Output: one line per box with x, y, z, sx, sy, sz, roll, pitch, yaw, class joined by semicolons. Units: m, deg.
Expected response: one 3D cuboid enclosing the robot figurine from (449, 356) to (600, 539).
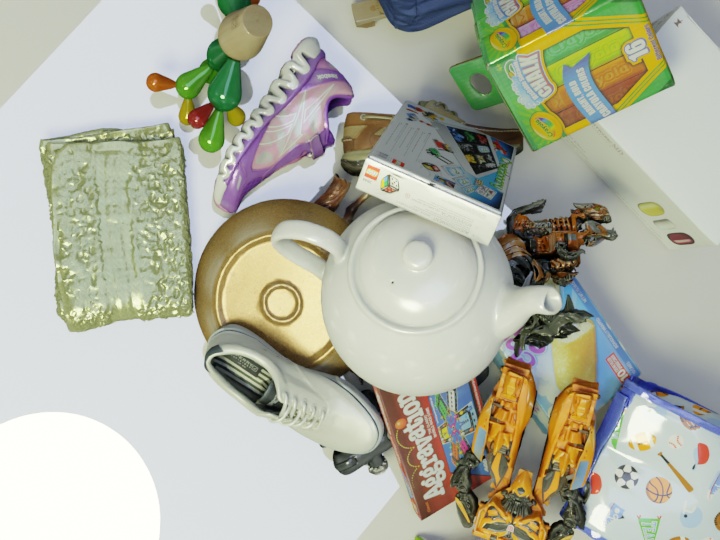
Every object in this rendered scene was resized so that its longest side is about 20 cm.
0.167;0.197;1.005;0.143;0.058;0.203;15;105;13;robot figurine

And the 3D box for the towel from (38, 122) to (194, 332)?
-0.244;-0.045;1.017;0.146;0.036;0.204;-7;89;-11;towel

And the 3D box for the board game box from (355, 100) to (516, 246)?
0.077;-0.097;0.925;0.125;0.200;0.035;24;116;2;board game box

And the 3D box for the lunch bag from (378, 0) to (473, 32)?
0.080;-0.348;1.009;0.198;0.133;0.137;-24;72;-4;lunch bag

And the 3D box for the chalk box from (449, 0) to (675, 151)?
0.189;-0.218;0.998;0.198;0.125;0.125;-26;131;20;chalk box

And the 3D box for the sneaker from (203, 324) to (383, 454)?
-0.069;0.129;0.976;0.198;0.071;0.074;29;110;-2;sneaker

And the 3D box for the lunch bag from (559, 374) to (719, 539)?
0.326;0.220;1.055;0.198;0.124;0.172;22;98;-14;lunch bag

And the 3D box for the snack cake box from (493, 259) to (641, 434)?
0.193;0.064;1.073;0.114;0.067;0.201;-37;94;-9;snack cake box

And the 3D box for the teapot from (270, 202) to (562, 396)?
0.047;0.010;0.903;0.198;0.146;0.199;-27;69;-5;teapot

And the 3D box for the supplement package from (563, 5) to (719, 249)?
0.341;-0.148;1.082;0.200;0.111;0.156;44;82;-6;supplement package

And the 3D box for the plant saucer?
-0.078;0.030;1.013;0.197;0.035;0.204;1;99;6;plant saucer

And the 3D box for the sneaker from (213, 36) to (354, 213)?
-0.075;-0.137;1.025;0.088;0.080;0.201;35;83;-7;sneaker

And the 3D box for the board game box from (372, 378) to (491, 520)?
0.080;0.161;1.020;0.102;0.019;0.202;-27;126;-12;board game box

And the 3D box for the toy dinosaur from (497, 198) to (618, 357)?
0.168;0.007;1.005;0.198;0.102;0.137;-29;77;20;toy dinosaur

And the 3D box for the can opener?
0.051;0.149;1.048;0.198;0.063;0.080;-27;106;-10;can opener

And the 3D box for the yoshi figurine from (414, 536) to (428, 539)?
0.049;0.353;1.024;0.197;0.112;0.114;-12;97;-7;yoshi figurine

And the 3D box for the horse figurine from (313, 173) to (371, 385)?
0.000;0.000;1.047;0.132;0.050;0.201;-33;99;-1;horse figurine

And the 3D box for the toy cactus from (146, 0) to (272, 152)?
-0.135;-0.225;0.974;0.101;0.165;0.203;20;76;-22;toy cactus

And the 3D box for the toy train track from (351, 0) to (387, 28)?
0.088;-0.294;1.079;0.197;0.033;0.116;-14;72;-1;toy train track

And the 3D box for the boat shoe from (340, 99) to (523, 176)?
0.075;-0.144;1.055;0.197;0.076;0.075;-4;86;-11;boat shoe
